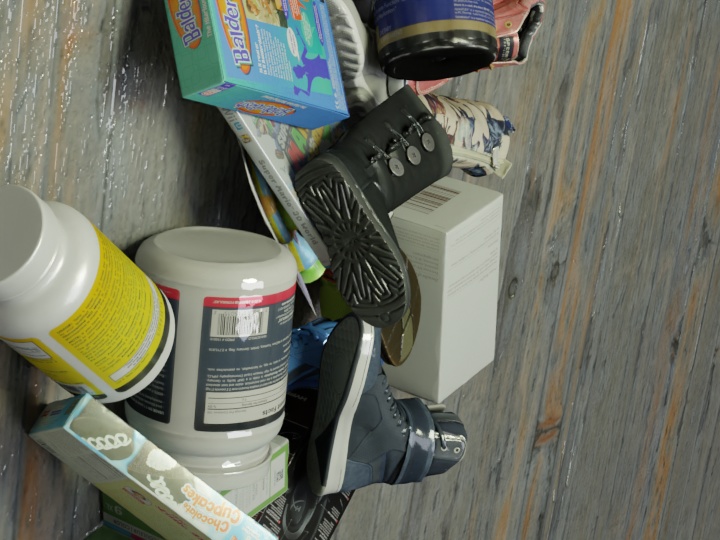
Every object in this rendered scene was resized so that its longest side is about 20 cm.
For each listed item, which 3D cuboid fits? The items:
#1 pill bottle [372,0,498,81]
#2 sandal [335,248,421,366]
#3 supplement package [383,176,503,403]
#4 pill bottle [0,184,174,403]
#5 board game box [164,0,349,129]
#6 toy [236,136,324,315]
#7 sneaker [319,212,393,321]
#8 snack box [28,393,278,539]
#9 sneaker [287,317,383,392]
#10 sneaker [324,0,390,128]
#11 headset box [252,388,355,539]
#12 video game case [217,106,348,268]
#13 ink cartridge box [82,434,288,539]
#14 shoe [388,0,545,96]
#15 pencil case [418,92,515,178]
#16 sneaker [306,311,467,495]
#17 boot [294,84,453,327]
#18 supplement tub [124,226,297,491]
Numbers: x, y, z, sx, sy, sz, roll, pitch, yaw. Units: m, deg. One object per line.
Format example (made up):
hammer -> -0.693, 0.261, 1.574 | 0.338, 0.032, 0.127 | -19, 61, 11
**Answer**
pill bottle -> 0.062, -0.284, 1.711 | 0.112, 0.111, 0.201 | 12, 69, -60
sandal -> 0.000, 0.000, 1.766 | 0.082, 0.054, 0.200 | -53, 125, -37
supplement package -> 0.068, 0.015, 1.935 | 0.117, 0.117, 0.201 | -34, 133, -48
pill bottle -> -0.232, 0.016, 1.437 | 0.113, 0.112, 0.200 | -63, 150, -15
board game box -> -0.089, -0.206, 1.552 | 0.200, 0.045, 0.153 | 9, 68, -60
toy -> -0.066, -0.063, 1.676 | 0.047, 0.115, 0.200 | -19, 140, 0
sneaker -> -0.020, -0.034, 1.820 | 0.090, 0.078, 0.201 | -4, 108, -44
snack box -> -0.171, 0.176, 1.523 | 0.200, 0.116, 0.037 | 39, 69, -15
sneaker -> -0.056, 0.073, 1.775 | 0.199, 0.066, 0.079 | 3, 118, -42
sneaker -> -0.016, -0.207, 1.735 | 0.200, 0.074, 0.082 | 71, 33, -57
headset box -> -0.082, 0.226, 1.845 | 0.201, 0.077, 0.149 | -61, 148, -16
video game case -> -0.057, -0.121, 1.632 | 0.200, 0.018, 0.143 | 57, 33, -29
ink cartridge box -> -0.163, 0.200, 1.665 | 0.200, 0.103, 0.060 | -33, 134, -47
shoe -> 0.106, -0.222, 1.810 | 0.200, 0.091, 0.072 | -51, 149, -44
pencil case -> 0.083, -0.140, 1.901 | 0.200, 0.089, 0.078 | 2, 120, -59
sneaker -> 0.035, 0.121, 1.757 | 0.145, 0.077, 0.203 | -2, 127, -18
boot -> 0.030, -0.061, 1.671 | 0.165, 0.065, 0.200 | 67, 28, -13
supplement tub -> -0.130, 0.073, 1.605 | 0.140, 0.140, 0.201 | -18, 119, -55
